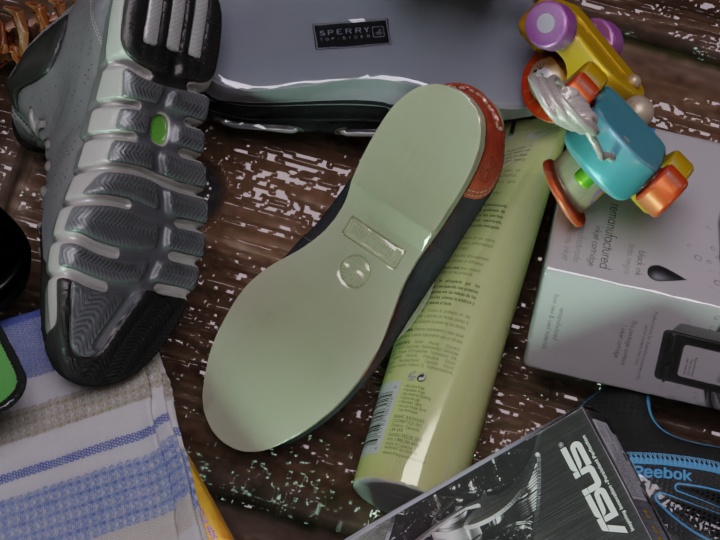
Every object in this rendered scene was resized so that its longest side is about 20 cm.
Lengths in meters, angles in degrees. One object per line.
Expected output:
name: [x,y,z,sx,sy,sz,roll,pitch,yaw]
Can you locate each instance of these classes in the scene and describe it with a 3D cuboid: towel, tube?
towel: [-0.145,0.099,1.137,0.146,0.024,0.201,-18,47,-2]
tube: [0.048,0.017,1.210,0.058,0.052,0.201,13,69,7]

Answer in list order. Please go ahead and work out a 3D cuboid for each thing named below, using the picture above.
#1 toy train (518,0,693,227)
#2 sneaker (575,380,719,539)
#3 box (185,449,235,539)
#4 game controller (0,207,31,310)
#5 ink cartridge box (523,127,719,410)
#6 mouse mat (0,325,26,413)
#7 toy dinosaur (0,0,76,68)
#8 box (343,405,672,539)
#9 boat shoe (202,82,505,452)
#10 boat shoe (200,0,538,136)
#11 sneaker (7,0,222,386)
toy train: [0.071,-0.094,1.156,0.056,0.150,0.201,-43,42,20]
sneaker: [0.170,0.125,1.162,0.200,0.073,0.082,37,70,11]
box: [-0.154,0.151,1.159,0.199,0.042,0.119,-26,72,-14]
game controller: [-0.247,0.029,1.190,0.200,0.042,0.104,-37,39,-14]
ink cartridge box: [0.184,0.005,1.192,0.198,0.068,0.116,13,44,3]
mouse mat: [-0.252,0.026,1.170,0.160,0.008,0.200,-27,49,-7]
toy dinosaur: [-0.221,-0.139,1.259,0.199,0.102,0.137,8,83,-18]
box: [0.080,0.183,1.112,0.158,0.048,0.201,-30,75,12]
boat shoe: [0.000,0.000,1.193,0.071,0.063,0.201,36,100,13]
boat shoe: [0.012,-0.094,1.245,0.198,0.068,0.074,-5,68,-10]
sneaker: [-0.126,-0.043,1.195,0.075,0.115,0.201,21,74,-36]
